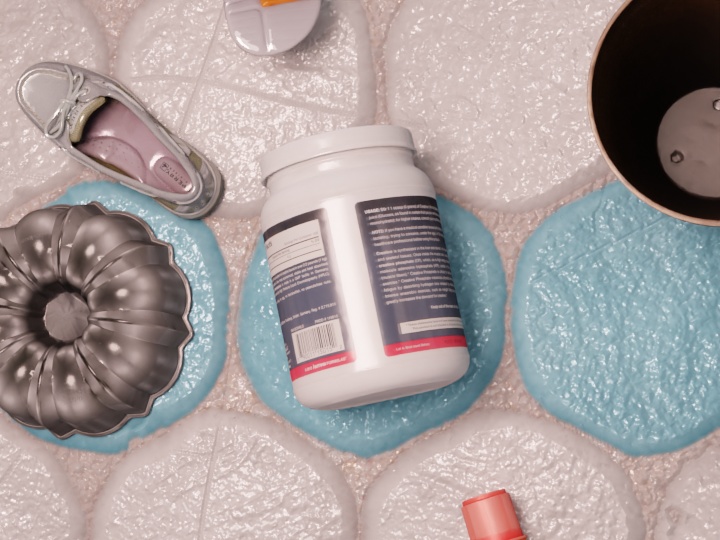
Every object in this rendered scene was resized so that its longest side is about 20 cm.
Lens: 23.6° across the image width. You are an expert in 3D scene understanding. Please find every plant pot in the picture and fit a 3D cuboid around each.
[{"bbox_3d":[0.265,-0.111,1.278,0.187,0.200,0.187,-1,83,10],"label":"plant pot"}]

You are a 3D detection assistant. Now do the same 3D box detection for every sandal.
[{"bbox_3d":[-0.077,-0.255,1.430,0.079,0.059,0.207,-3,62,-7],"label":"sandal"}]

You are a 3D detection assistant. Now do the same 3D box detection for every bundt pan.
[{"bbox_3d":[-0.242,0.037,1.411,0.202,0.076,0.202,-1,83,9],"label":"bundt pan"}]

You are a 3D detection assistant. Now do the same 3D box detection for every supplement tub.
[{"bbox_3d":[0.000,0.000,1.340,0.140,0.140,0.200,-12,82,8],"label":"supplement tub"}]

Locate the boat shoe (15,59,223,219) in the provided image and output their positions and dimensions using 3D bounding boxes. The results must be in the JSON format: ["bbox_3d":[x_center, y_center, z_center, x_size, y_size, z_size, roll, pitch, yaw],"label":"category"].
[{"bbox_3d":[-0.205,-0.113,1.426,0.202,0.065,0.074,37,90,12],"label":"boat shoe"}]

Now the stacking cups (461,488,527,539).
[{"bbox_3d":[0.127,0.270,1.337,0.060,0.061,0.200,-17,76,7],"label":"stacking cups"}]
